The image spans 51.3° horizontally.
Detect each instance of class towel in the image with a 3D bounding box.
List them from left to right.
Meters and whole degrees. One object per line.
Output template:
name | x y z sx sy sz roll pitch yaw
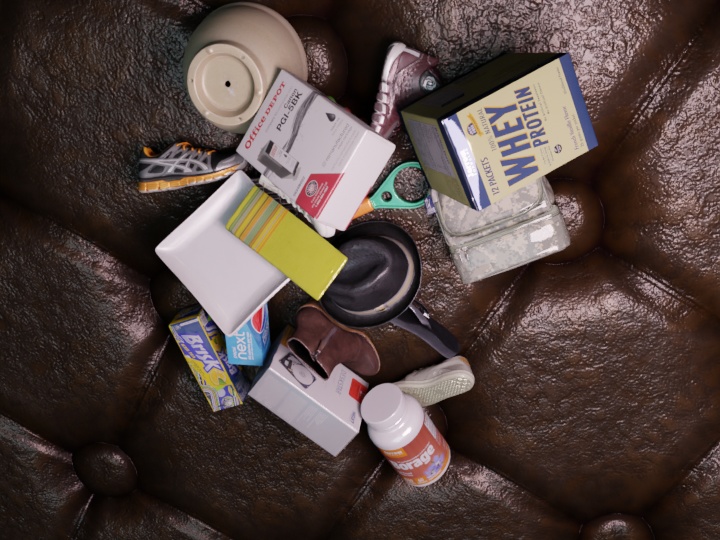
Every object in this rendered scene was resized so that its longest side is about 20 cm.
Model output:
towel | -0.120 -0.045 1.212 0.199 0.018 0.087 38 90 9

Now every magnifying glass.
magnifying glass | 0.037 -0.123 1.270 0.197 0.022 0.080 -22 110 19

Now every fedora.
fedora | 0.000 0.000 1.250 0.197 0.091 0.204 -4 78 22

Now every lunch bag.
lunch bag | 0.217 -0.091 1.198 0.197 0.139 0.170 -20 96 17

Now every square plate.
square plate | -0.205 -0.029 1.236 0.198 0.028 0.200 -43 79 -3

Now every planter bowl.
planter bowl | -0.190 -0.300 1.159 0.196 0.135 0.203 3 116 7

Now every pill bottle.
pill bottle | 0.081 0.302 1.389 0.111 0.113 0.201 -21 128 18

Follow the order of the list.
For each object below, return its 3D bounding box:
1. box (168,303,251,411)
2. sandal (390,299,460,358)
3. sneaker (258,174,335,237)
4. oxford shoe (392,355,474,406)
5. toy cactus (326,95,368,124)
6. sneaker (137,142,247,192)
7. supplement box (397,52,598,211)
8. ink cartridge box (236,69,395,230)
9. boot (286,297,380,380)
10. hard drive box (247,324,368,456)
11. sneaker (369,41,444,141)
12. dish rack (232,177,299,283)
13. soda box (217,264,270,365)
box | -0.286 0.165 1.438 0.069 0.065 0.202 -16 111 16
sandal | 0.103 0.080 1.332 0.199 0.077 0.043 33 119 -19
sneaker | -0.114 -0.131 1.219 0.084 0.073 0.202 -27 80 -16
oxford shoe | 0.127 0.207 1.398 0.198 0.058 0.075 -23 129 34
toy cactus | -0.028 -0.167 1.188 0.100 0.166 0.203 -3 122 -12
sneaker | -0.288 -0.182 1.269 0.196 0.078 0.079 -8 95 5
supplement box | 0.188 -0.206 1.071 0.198 0.200 0.136 -29 111 -5
ink cartridge box | -0.070 -0.177 1.093 0.199 0.082 0.148 40 104 31
boot | -0.048 0.152 1.334 0.072 0.167 0.200 -38 105 23
hard drive box | -0.091 0.218 1.380 0.199 0.156 0.077 37 115 -10
sneaker | 0.076 -0.245 1.176 0.113 0.076 0.203 13 116 -1
dish rack | -0.165 -0.067 1.314 0.150 0.055 0.203 -3 113 9
soda box | -0.203 0.068 1.323 0.067 0.064 0.203 4 122 6
